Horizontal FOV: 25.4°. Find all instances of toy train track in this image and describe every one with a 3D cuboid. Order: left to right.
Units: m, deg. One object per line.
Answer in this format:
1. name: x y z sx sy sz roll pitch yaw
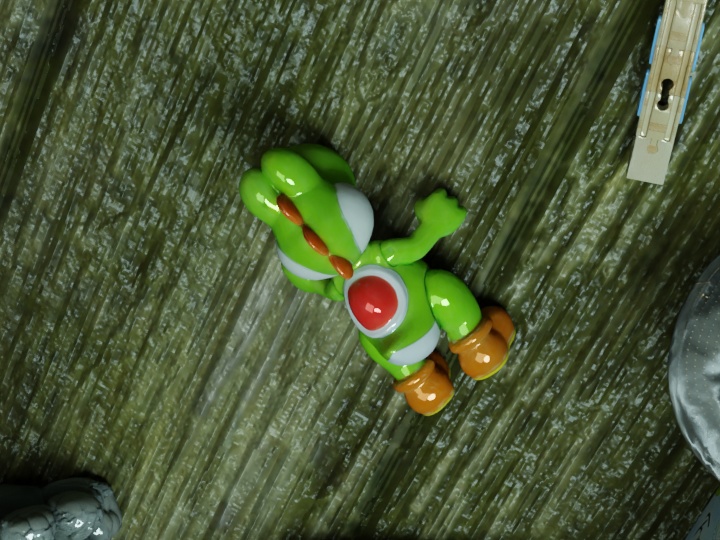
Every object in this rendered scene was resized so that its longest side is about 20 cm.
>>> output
1. toy train track: 0.184 -0.146 0.917 0.114 0.033 0.202 11 120 5

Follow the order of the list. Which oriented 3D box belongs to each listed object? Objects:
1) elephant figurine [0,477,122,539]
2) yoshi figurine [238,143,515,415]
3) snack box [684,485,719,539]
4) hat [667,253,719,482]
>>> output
1. elephant figurine: -0.229 0.261 1.150 0.140 0.155 0.202 -10 101 -2
2. yoshi figurine: 0.004 -0.010 1.009 0.200 0.113 0.112 46 159 -20
3. snack box: 0.220 0.225 0.980 0.067 0.169 0.201 28 116 1
4. hat: 0.278 0.058 0.936 0.198 0.081 0.203 0 94 7
